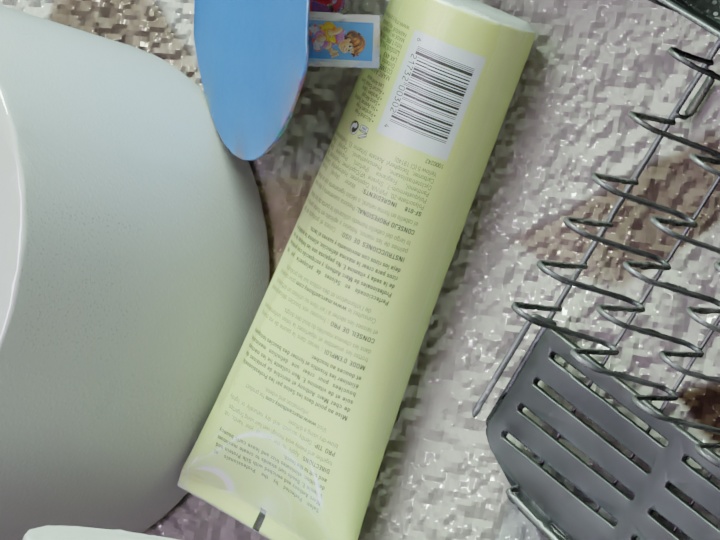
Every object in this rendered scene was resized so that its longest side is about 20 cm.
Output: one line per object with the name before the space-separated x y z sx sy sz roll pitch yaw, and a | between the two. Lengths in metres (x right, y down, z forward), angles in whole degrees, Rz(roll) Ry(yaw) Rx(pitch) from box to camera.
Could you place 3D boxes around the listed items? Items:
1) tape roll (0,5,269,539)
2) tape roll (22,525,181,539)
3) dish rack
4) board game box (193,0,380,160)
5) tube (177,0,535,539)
tape roll | -0.152 0.002 1.075 0.202 0.139 0.203 -7 78 34
tape roll | -0.014 0.135 0.921 0.202 0.202 0.071 12 90 36
dish rack | 0.117 0.012 0.938 0.153 0.055 0.200 38 105 34
board game box | -0.020 -0.138 1.036 0.158 0.039 0.201 -162 74 -73
tube | 0.000 0.000 1.029 0.058 0.052 0.200 -134 64 -70
